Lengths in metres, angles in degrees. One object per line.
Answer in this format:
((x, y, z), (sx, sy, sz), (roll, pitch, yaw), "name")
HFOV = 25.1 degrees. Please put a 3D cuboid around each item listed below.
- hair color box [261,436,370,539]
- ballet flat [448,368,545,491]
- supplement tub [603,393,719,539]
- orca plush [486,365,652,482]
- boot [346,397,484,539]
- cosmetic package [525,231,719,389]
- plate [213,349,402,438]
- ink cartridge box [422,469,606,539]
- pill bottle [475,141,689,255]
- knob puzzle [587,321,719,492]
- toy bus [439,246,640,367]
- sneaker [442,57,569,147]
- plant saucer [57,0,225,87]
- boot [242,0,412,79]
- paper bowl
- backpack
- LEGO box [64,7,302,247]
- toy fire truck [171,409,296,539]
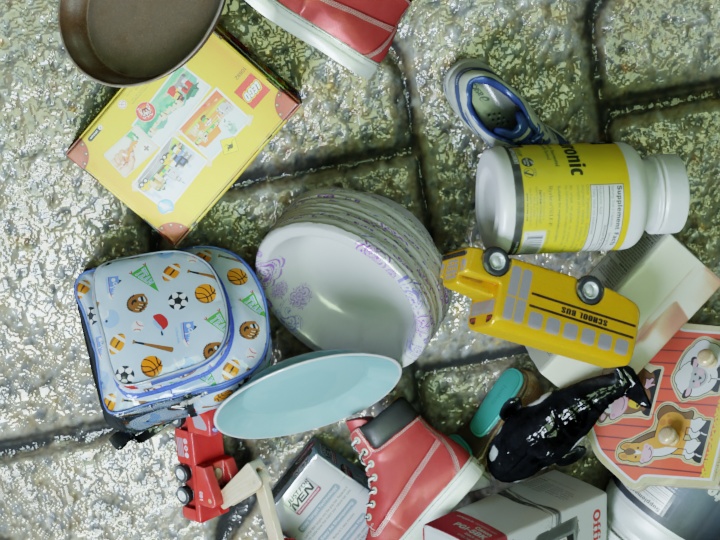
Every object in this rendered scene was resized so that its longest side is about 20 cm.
((-0.002, 0.285, 1.794), (0.200, 0.061, 0.099), (37, 99, -13), "hair color box")
((0.134, 0.196, 1.786), (0.072, 0.068, 0.200), (37, 96, -32), "ballet flat")
((0.356, 0.230, 1.762), (0.140, 0.140, 0.200), (30, 101, -11), "supplement tub")
((0.211, 0.177, 1.684), (0.200, 0.071, 0.105), (-23, 118, 23), "orca plush")
((0.014, 0.239, 1.719), (0.144, 0.072, 0.200), (40, 88, 3), "boot")
((0.279, 0.047, 1.729), (0.087, 0.103, 0.200), (40, 100, -14), "cosmetic package")
((-0.056, 0.121, 1.656), (0.200, 0.200, 0.026), (-19, 66, 1), "plate")
((0.167, 0.314, 1.707), (0.200, 0.083, 0.147), (-16, 111, -37), "ink cartridge box")
((0.224, -0.074, 1.633), (0.200, 0.111, 0.111), (-2, 105, -11), "pill bottle")
((0.311, 0.137, 1.721), (0.030, 0.220, 0.220), (32, 102, -40), "knob puzzle")
((0.176, 0.035, 1.610), (0.200, 0.065, 0.078), (16, 79, -20), "toy bus")
((0.163, -0.135, 1.681), (0.200, 0.088, 0.075), (41, 97, -14), "sneaker")
((-0.209, -0.271, 1.599), (0.200, 0.034, 0.201), (-7, 73, 25), "plant saucer")
((-0.037, -0.303, 1.634), (0.200, 0.072, 0.144), (28, 101, -19), "boot")
((0.000, 0.000, 1.669), (0.200, 0.104, 0.201), (19, 139, 17), "paper bowl")
((-0.186, 0.060, 1.658), (0.190, 0.154, 0.200), (-13, 75, -12), "backpack")
((-0.180, -0.150, 1.658), (0.149, 0.077, 0.200), (41, 98, -13), "LEGO box")
((-0.135, 0.230, 1.732), (0.049, 0.141, 0.200), (-19, 111, -45), "toy fire truck")
